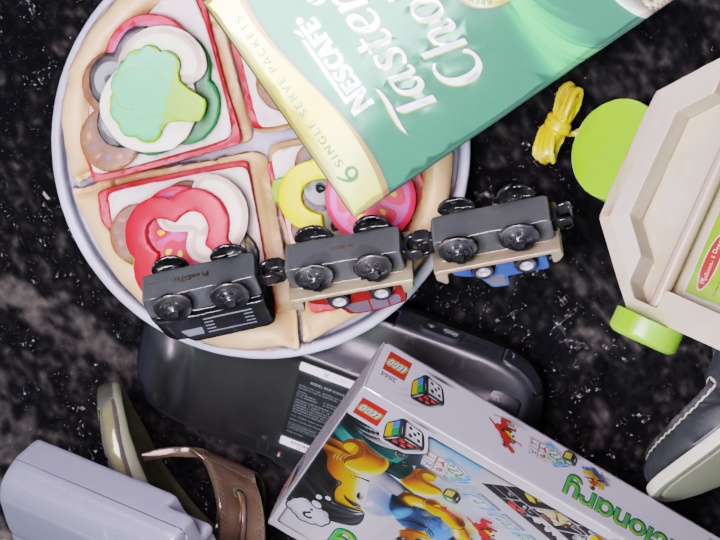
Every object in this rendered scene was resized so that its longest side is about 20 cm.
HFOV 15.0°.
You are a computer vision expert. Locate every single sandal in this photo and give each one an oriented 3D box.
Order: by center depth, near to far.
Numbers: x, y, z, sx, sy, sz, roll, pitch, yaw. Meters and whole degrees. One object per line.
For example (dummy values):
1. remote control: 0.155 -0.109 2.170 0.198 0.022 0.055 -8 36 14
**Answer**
1. sandal: -0.062 0.129 1.344 0.057 0.080 0.201 -37 105 5

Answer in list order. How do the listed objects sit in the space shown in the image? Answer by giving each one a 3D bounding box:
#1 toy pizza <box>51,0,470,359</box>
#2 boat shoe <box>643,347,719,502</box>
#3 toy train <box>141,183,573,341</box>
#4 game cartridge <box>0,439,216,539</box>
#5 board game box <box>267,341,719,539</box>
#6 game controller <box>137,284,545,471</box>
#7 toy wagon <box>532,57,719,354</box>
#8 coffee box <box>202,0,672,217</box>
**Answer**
1. toy pizza: -0.049 -0.057 1.268 0.200 0.032 0.201 1 97 10
2. boat shoe: 0.194 0.029 1.235 0.199 0.074 0.066 -44 63 32
3. toy train: 0.000 0.000 1.237 0.200 0.034 0.046 -11 138 10
4. game cartridge: -0.098 0.170 1.320 0.133 0.040 0.200 21 146 41
5. board game box: 0.068 0.126 1.284 0.200 0.035 0.126 30 138 -2
6. game controller: -0.013 0.055 1.322 0.200 0.042 0.104 21 127 9
7. toy wagon: 0.165 -0.034 1.204 0.200 0.040 0.155 26 92 38
8. coffee box: 0.045 -0.127 1.207 0.200 0.044 0.123 -33 97 9
